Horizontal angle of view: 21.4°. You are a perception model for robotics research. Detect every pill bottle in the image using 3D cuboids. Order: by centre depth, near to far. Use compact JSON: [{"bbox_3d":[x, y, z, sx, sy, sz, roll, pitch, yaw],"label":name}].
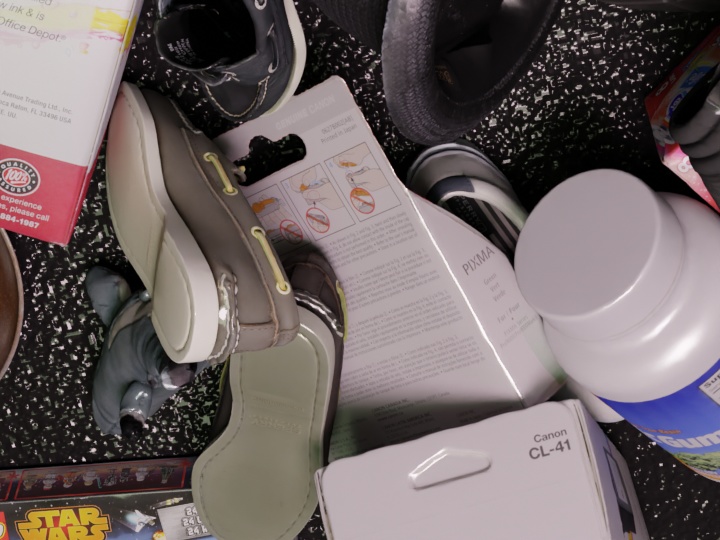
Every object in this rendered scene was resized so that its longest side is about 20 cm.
[{"bbox_3d":[0.164,0.028,0.988,0.112,0.112,0.200,-37,137,17],"label":"pill bottle"}]

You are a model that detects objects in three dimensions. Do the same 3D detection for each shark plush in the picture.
[{"bbox_3d":[-0.102,0.058,1.017,0.091,0.200,0.084,29,82,-24],"label":"shark plush"}]

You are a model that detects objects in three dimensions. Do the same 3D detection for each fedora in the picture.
[{"bbox_3d":[0.036,-0.159,0.918,0.091,0.200,0.201,24,118,20],"label":"fedora"}]

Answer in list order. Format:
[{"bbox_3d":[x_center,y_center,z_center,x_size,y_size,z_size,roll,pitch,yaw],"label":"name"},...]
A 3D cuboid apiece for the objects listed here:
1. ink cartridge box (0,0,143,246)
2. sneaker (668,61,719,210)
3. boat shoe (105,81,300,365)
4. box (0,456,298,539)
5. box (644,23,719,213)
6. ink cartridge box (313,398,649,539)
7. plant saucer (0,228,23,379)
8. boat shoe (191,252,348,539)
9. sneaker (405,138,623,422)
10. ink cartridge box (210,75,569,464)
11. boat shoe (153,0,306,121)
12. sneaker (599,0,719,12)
[{"bbox_3d":[-0.178,-0.145,0.930,0.145,0.145,0.201,17,115,-8],"label":"ink cartridge box"},{"bbox_3d":[0.219,-0.073,0.859,0.099,0.071,0.200,44,143,-15],"label":"sneaker"},{"bbox_3d":[-0.085,-0.027,0.970,0.060,0.202,0.072,-1,128,-22],"label":"boat shoe"},{"bbox_3d":[-0.135,0.182,1.150,0.199,0.040,0.137,-4,117,3],"label":"box"},{"bbox_3d":[0.255,-0.047,0.999,0.200,0.096,0.100,39,110,-16],"label":"box"},{"bbox_3d":[0.074,0.143,1.041,0.147,0.200,0.086,-17,73,11],"label":"ink cartridge box"},{"bbox_3d":[-0.286,0.004,1.069,0.199,0.035,0.201,1,116,2],"label":"plant saucer"},{"bbox_3d":[-0.045,0.077,1.036,0.071,0.061,0.202,18,135,1],"label":"boat shoe"},{"bbox_3d":[0.091,0.019,1.048,0.073,0.071,0.200,-37,110,17],"label":"sneaker"},{"bbox_3d":[0.000,0.000,1.024,0.161,0.050,0.201,-22,99,46],"label":"ink cartridge box"},{"bbox_3d":[-0.067,-0.123,0.891,0.074,0.066,0.200,41,154,11],"label":"boat shoe"},{"bbox_3d":[0.187,-0.196,0.917,0.075,0.200,0.116,7,78,-40],"label":"sneaker"}]
